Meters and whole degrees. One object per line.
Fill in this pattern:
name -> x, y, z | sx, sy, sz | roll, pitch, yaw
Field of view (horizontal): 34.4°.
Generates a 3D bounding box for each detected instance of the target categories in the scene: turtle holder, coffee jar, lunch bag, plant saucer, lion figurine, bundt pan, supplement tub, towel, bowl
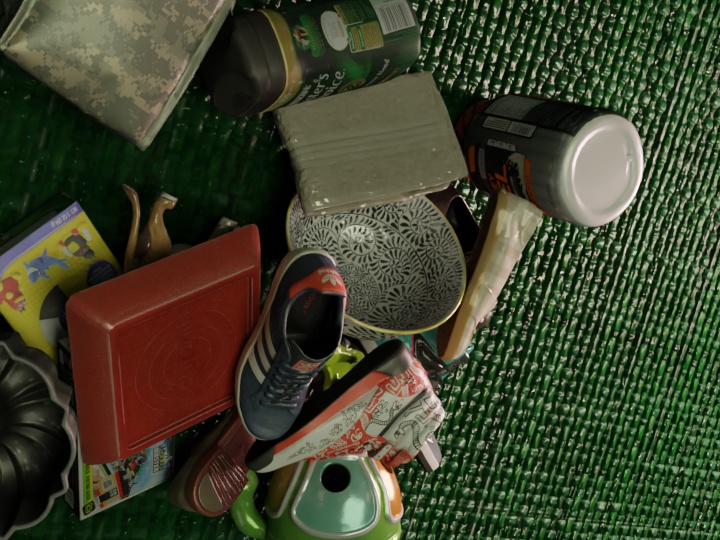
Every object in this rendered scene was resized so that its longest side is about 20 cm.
turtle holder -> -0.045, 0.241, 1.259 | 0.141, 0.185, 0.132 | -28, 124, -60
coffee jar -> -0.048, -0.208, 1.108 | 0.199, 0.104, 0.086 | -19, 88, -31
lunch bag -> -0.211, -0.237, 1.008 | 0.164, 0.118, 0.200 | 35, 89, -35
plant saucer -> -0.167, 0.077, 1.071 | 0.200, 0.037, 0.200 | -24, 134, -33
lion figurine -> -0.173, -0.002, 1.117 | 0.200, 0.072, 0.123 | 24, 95, -44
bundt pan -> -0.341, 0.133, 1.023 | 0.201, 0.076, 0.203 | 0, 108, 1
supplement tub -> 0.194, -0.124, 1.250 | 0.122, 0.200, 0.123 | -9, 108, -30
towel -> 0.010, -0.133, 1.199 | 0.199, 0.034, 0.133 | -12, 77, -28
bowl -> 0.000, 0.000, 1.207 | 0.200, 0.201, 0.094 | -5, 151, -31

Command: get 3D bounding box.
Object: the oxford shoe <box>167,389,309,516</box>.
oxford shoe -> -0.130, 0.169, 1.214 | 0.200, 0.075, 0.071 | -46, 117, -37

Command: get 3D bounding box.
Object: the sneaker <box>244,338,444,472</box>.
sneaker -> -0.010, 0.169, 1.174 | 0.201, 0.067, 0.108 | -36, 106, -7

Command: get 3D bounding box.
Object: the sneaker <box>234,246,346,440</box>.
sneaker -> -0.062, 0.082, 1.076 | 0.075, 0.085, 0.201 | 4, 114, -26

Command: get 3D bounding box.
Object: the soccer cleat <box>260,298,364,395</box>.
soccer cleat -> -0.049, 0.081, 1.225 | 0.068, 0.081, 0.200 | -44, 153, -4

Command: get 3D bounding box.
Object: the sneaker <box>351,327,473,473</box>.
sneaker -> 0.079, 0.126, 1.327 | 0.120, 0.084, 0.200 | -30, 118, -11

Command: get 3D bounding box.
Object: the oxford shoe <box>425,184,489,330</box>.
oxford shoe -> 0.110, -0.008, 1.308 | 0.071, 0.072, 0.200 | -36, 120, -20

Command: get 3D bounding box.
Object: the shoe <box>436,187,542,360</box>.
shoe -> 0.133, 0.012, 1.223 | 0.053, 0.070, 0.201 | 16, 113, -11

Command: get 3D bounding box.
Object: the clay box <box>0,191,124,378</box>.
clay box -> -0.266, 0.041, 1.096 | 0.115, 0.048, 0.200 | -39, 121, -17

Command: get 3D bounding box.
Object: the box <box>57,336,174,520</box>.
box -> -0.230, 0.136, 1.110 | 0.110, 0.035, 0.201 | -21, 133, -36
